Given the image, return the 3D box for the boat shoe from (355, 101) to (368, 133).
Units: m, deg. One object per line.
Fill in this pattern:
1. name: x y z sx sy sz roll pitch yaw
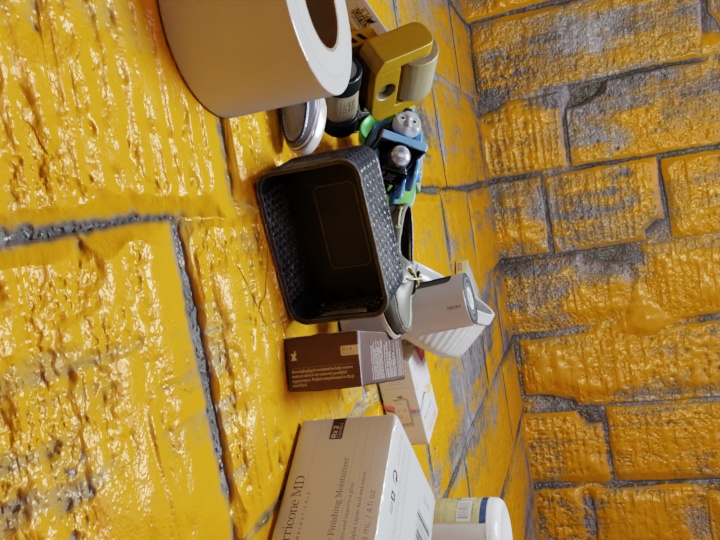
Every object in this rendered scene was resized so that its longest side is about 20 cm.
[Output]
1. boat shoe: -0.007 -0.280 1.180 0.201 0.066 0.072 15 66 -71

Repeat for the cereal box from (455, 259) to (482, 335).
1. cereal box: 0.313 0.081 2.039 0.200 0.039 0.144 59 29 -49

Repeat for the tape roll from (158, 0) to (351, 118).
1. tape roll: -0.106 -0.279 0.771 0.203 0.139 0.203 -8 90 -71

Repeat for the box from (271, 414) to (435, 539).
1. box: -0.001 0.316 0.859 0.199 0.130 0.200 -77 152 -47

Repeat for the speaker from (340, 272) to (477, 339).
1. speaker: 0.071 0.064 1.068 0.081 0.199 0.081 -13 90 -71

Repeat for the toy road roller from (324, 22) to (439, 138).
1. toy road roller: 0.000 -0.304 1.028 0.146 0.200 0.123 60 -16 22

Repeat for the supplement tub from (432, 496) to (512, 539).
1. supplement tub: 0.126 0.425 1.085 0.144 0.199 0.145 -8 90 -71

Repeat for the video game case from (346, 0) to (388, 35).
1. video game case: 0.021 -0.407 1.236 0.182 0.045 0.200 61 10 23

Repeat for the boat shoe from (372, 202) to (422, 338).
1. boat shoe: 0.053 -0.005 1.000 0.072 0.060 0.202 39 41 -56

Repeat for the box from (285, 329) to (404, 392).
1. box: -0.013 0.120 0.949 0.200 0.100 0.075 20 63 -69

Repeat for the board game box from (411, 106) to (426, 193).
1. board game box: 0.113 -0.287 1.606 0.200 0.029 0.135 -79 155 -44

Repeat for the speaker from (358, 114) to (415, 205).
1. speaker: 0.049 -0.182 1.238 0.200 0.088 0.089 75 17 -55

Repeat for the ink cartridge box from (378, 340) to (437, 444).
1. ink cartridge box: 0.089 0.230 1.260 0.117 0.067 0.201 -53 132 -66

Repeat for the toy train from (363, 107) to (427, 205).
1. toy train: 0.042 -0.167 1.047 0.200 0.086 0.115 143 -39 -77

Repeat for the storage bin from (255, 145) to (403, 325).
1. storage bin: -0.035 -0.045 0.892 0.094 0.135 0.201 -50 130 -65

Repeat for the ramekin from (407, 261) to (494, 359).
1. ramekin: 0.124 0.069 1.245 0.105 0.200 0.200 -60 165 10

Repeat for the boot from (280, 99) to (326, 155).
1. boot: -0.099 -0.255 0.921 0.090 0.073 0.201 12 71 -51
